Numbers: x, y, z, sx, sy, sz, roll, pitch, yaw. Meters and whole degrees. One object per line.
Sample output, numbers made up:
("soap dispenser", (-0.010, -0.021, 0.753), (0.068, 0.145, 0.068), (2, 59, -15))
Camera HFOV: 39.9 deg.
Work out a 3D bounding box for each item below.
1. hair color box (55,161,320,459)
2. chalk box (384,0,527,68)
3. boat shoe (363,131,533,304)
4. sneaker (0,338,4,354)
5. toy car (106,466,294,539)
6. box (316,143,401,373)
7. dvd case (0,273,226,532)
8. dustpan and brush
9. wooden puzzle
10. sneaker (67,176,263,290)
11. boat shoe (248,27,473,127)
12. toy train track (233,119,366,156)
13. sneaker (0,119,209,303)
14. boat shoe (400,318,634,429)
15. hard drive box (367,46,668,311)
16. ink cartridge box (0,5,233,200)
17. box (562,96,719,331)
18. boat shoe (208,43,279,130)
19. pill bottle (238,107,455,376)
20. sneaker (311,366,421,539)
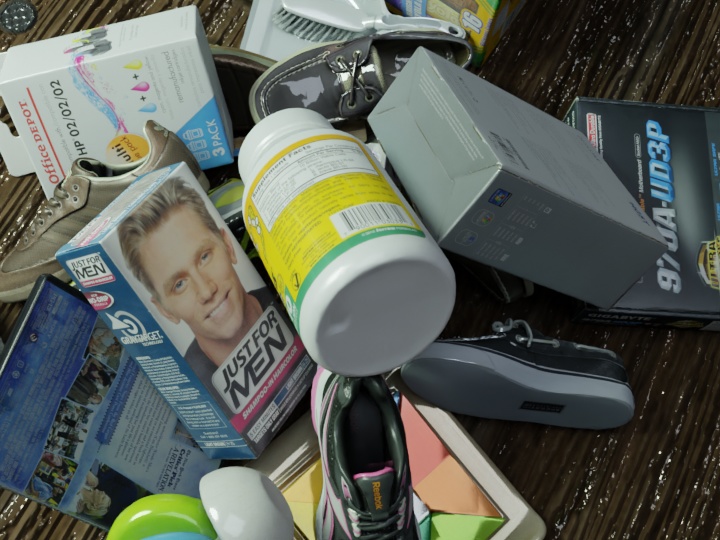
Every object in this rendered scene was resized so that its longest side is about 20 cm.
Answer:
("hair color box", (-0.120, 0.034, 0.732), (0.201, 0.060, 0.100), (58, 46, -23))
("chalk box", (0.069, -0.311, 0.909), (0.199, 0.124, 0.125), (34, 70, 7))
("boat shoe", (0.067, -0.045, 0.843), (0.060, 0.072, 0.202), (-33, 70, -14))
("sneaker", (-0.328, 0.060, 0.730), (0.099, 0.071, 0.200), (-44, 35, -8))
("toy car", (-0.103, 0.244, 0.654), (0.174, 0.150, 0.201), (-36, 87, 4))
("box", (0.000, 0.000, 0.794), (0.038, 0.041, 0.203), (2, 78, 24))
("dvd case", (-0.178, 0.112, 0.724), (0.199, 0.017, 0.144), (36, 62, -35))
("dustpan and brush", (-0.004, -0.226, 0.905), (0.198, 0.057, 0.141), (13, 69, -3))
("wooden puzzle", (0.020, 0.186, 0.771), (0.185, 0.037, 0.200), (-39, 78, -17))
("sneaker", (-0.160, -0.008, 0.818), (0.198, 0.076, 0.077), (-26, 43, -11))
("boat shoe", (0.004, -0.163, 0.828), (0.198, 0.065, 0.073), (-18, 99, -20))
("toy train track", (-0.092, -0.098, 0.859), (0.197, 0.033, 0.115), (-7, 30, 1))
("sneaker", (-0.219, -0.049, 0.785), (0.198, 0.071, 0.076), (-28, 113, 6))
("boat shoe", (0.127, 0.075, 0.799), (0.197, 0.074, 0.069), (8, 52, -9))
("hard drive box", (0.122, -0.069, 0.770), (0.199, 0.077, 0.157), (18, 33, -36))
("ink cartridge box", (-0.212, -0.128, 0.800), (0.198, 0.116, 0.068), (-13, 37, 1))
("box", (0.263, -0.050, 0.875), (0.157, 0.046, 0.202), (4, 70, -4))
("boat shoe", (-0.146, -0.175, 0.871), (0.197, 0.072, 0.077), (7, 37, -2))
("pill bottle", (-0.021, -0.030, 0.711), (0.112, 0.114, 0.201), (-20, 46, -12))
("sneaker", (0.004, 0.160, 0.706), (0.079, 0.086, 0.202), (-14, 89, -9))
